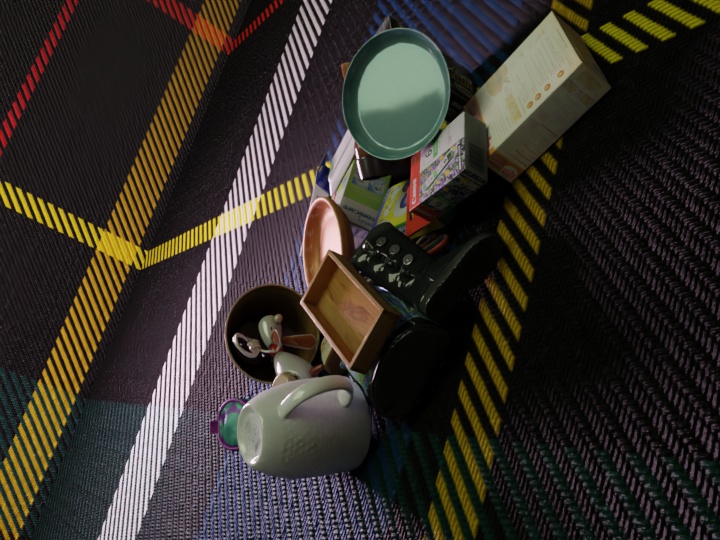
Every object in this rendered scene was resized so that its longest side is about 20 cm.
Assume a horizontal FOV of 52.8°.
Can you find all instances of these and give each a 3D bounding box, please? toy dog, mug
[{"bbox_3d":[-0.120,0.148,1.279,0.097,0.131,0.201,-47,73,22],"label":"toy dog"},{"bbox_3d":[-0.082,0.225,1.097,0.201,0.172,0.149,-56,47,37],"label":"mug"}]

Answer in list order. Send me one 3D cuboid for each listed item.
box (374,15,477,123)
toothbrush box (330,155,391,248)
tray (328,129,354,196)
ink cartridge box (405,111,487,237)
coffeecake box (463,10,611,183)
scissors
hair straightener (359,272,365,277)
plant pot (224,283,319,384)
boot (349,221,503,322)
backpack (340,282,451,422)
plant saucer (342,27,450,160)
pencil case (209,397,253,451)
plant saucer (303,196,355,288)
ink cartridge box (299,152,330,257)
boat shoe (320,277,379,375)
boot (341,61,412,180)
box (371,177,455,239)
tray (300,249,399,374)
[{"bbox_3d":[0.120,-0.345,1.278,0.050,0.197,0.160,-46,30,33],"label":"box"},{"bbox_3d":[-0.002,-0.157,1.414,0.145,0.085,0.204,143,145,-68],"label":"toothbrush box"},{"bbox_3d":[-0.018,-0.247,1.383,0.109,0.022,0.201,-84,20,-48],"label":"tray"},{"bbox_3d":[0.115,-0.143,1.130,0.199,0.050,0.111,-35,42,47],"label":"ink cartridge box"},{"bbox_3d":[0.259,-0.261,1.097,0.200,0.072,0.155,-45,34,31],"label":"coffeecake box"},{"bbox_3d":[0.059,-0.007,1.197,0.198,0.014,0.073,-33,25,-4],"label":"scissors"},{"bbox_3d":[0.000,0.000,1.325,0.041,0.077,0.199,-46,7,-40],"label":"hair straightener"},{"bbox_3d":[-0.196,0.135,1.457,0.200,0.183,0.190,-27,42,68],"label":"plant pot"},{"bbox_3d":[0.095,-0.025,1.102,0.164,0.066,0.199,-40,36,-14],"label":"boot"},{"bbox_3d":[0.037,0.103,1.117,0.165,0.151,0.201,-61,13,16],"label":"backpack"},{"bbox_3d":[0.059,-0.279,1.156,0.197,0.027,0.205,3,95,33],"label":"plant saucer"},{"bbox_3d":[-0.161,0.262,1.242,0.091,0.199,0.087,-5,79,26],"label":"pencil case"},{"bbox_3d":[-0.055,-0.029,1.294,0.199,0.037,0.205,178,90,-66],"label":"plant saucer"},{"bbox_3d":[-0.084,-0.132,1.513,0.100,0.038,0.203,-72,-4,-57],"label":"ink cartridge box"},{"bbox_3d":[-0.016,0.083,1.274,0.202,0.073,0.069,-58,34,11],"label":"boat shoe"},{"bbox_3d":[0.048,-0.266,1.283,0.068,0.185,0.205,-9,91,52],"label":"boot"},{"bbox_3d":[0.102,-0.115,1.257,0.198,0.048,0.119,-18,42,52],"label":"box"},{"bbox_3d":[-0.020,0.057,1.084,0.100,0.037,0.200,-60,36,12],"label":"tray"}]
